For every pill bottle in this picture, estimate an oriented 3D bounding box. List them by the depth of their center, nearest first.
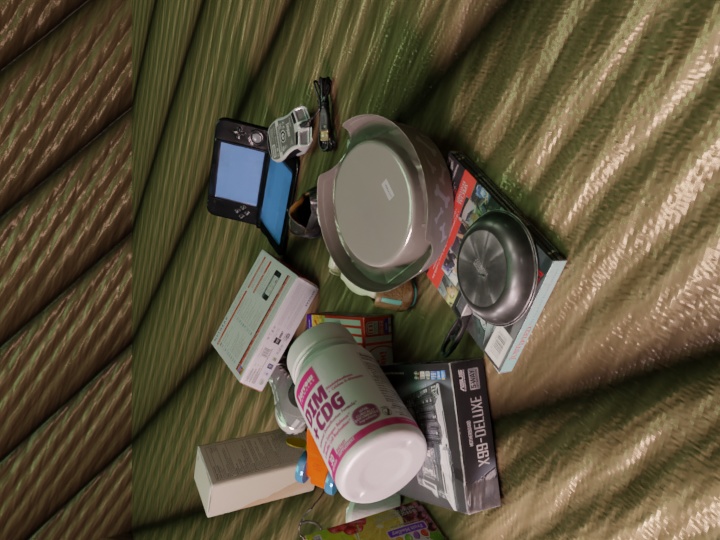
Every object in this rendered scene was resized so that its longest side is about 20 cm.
[{"bbox_3d":[-0.013,0.162,0.810,0.201,0.111,0.115,53,138,46],"label":"pill bottle"}]

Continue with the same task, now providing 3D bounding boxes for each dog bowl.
[{"bbox_3d":[0.028,-0.079,0.790,0.198,0.058,0.205,15,110,48],"label":"dog bowl"}]

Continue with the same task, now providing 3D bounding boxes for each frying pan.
[{"bbox_3d":[0.115,0.012,0.706,0.190,0.030,0.117,-39,58,54],"label":"frying pan"}]

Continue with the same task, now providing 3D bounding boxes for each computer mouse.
[{"bbox_3d":[-0.095,-0.232,1.108,0.199,0.043,0.112,-10,89,57],"label":"computer mouse"}]

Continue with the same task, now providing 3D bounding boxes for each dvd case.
[{"bbox_3d":[0.127,-0.014,0.726,0.201,0.022,0.148,58,141,44],"label":"dvd case"}]

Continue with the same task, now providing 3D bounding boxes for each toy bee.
[{"bbox_3d":[-0.057,0.289,1.024,0.130,0.109,0.202,33,120,7],"label":"toy bee"}]

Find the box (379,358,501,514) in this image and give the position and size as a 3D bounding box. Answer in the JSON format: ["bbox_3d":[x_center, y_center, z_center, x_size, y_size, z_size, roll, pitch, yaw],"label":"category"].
[{"bbox_3d":[0.080,0.190,0.809,0.199,0.049,0.162,-16,78,62],"label":"box"}]

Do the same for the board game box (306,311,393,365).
[{"bbox_3d":[-0.017,0.140,0.994,0.199,0.045,0.155,-6,88,62],"label":"board game box"}]

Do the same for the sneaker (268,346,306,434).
[{"bbox_3d":[-0.117,0.171,1.182,0.116,0.074,0.203,-47,57,43],"label":"sneaker"}]

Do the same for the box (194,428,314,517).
[{"bbox_3d":[-0.178,0.342,1.166,0.095,0.196,0.079,52,137,46],"label":"box"}]

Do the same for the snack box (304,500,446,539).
[{"bbox_3d":[0.044,0.377,0.777,0.200,0.165,0.069,46,136,50],"label":"snack box"}]

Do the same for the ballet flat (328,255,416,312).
[{"bbox_3d":[0.000,0.000,0.918,0.200,0.071,0.069,45,130,52],"label":"ballet flat"}]

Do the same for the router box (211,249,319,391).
[{"bbox_3d":[-0.173,0.081,1.191,0.203,0.048,0.179,-60,32,1],"label":"router box"}]

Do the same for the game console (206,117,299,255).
[{"bbox_3d":[-0.204,-0.155,1.255,0.117,0.172,0.203,-84,9,-59],"label":"game console"}]

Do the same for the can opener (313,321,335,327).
[{"bbox_3d":[-0.028,0.168,0.935,0.067,0.052,0.203,70,-178,-66],"label":"can opener"}]

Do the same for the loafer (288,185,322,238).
[{"bbox_3d":[-0.081,-0.096,1.061,0.199,0.071,0.074,-28,69,61],"label":"loafer"}]

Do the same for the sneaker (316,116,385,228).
[{"bbox_3d":[0.000,-0.106,0.909,0.082,0.074,0.201,58,140,27],"label":"sneaker"}]

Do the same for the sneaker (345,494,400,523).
[{"bbox_3d":[0.005,0.346,0.960,0.089,0.074,0.204,-123,37,-62],"label":"sneaker"}]
